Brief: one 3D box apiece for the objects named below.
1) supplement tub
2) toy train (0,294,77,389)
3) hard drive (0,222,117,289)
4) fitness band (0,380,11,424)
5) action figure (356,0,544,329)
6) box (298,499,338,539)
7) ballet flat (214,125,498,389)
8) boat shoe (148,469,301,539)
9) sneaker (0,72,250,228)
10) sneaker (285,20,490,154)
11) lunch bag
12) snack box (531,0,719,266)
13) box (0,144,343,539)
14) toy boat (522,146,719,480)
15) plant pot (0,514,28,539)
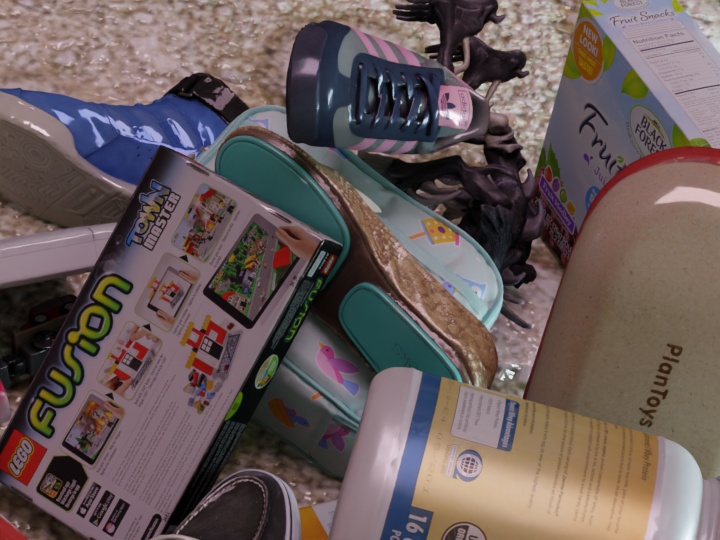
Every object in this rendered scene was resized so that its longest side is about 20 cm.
[{"bbox_3d":[0.085,0.139,1.341,0.199,0.145,0.145,15,42,1],"label":"supplement tub"},{"bbox_3d":[-0.169,0.037,1.539,0.200,0.034,0.046,-23,39,-30],"label":"toy train"},{"bbox_3d":[-0.242,0.004,1.504,0.199,0.027,0.132,-11,3,-22],"label":"hard drive"},{"bbox_3d":[-0.261,0.065,1.419,0.143,0.038,0.200,-17,21,-12],"label":"fitness band"},{"bbox_3d":[0.057,-0.058,1.621,0.102,0.119,0.201,-11,63,15],"label":"action figure"},{"bbox_3d":[0.067,0.161,1.449,0.199,0.042,0.119,-10,46,-25],"label":"box"},{"bbox_3d":[0.000,0.000,1.466,0.200,0.071,0.065,51,31,9],"label":"ballet flat"},{"bbox_3d":[-0.087,0.166,1.361,0.072,0.071,0.200,6,45,25],"label":"boat shoe"},{"bbox_3d":[-0.137,-0.078,1.633,0.199,0.077,0.111,22,49,6],"label":"sneaker"},{"bbox_3d":[0.016,-0.097,1.481,0.082,0.070,0.200,8,5,15],"label":"sneaker"},{"bbox_3d":[-0.028,0.004,1.527,0.200,0.077,0.160,38,57,3],"label":"lunch bag"},{"bbox_3d":[0.182,-0.039,1.592,0.067,0.169,0.200,-12,47,-25],"label":"snack box"},{"bbox_3d":[-0.105,0.047,1.437,0.110,0.200,0.035,30,3,20],"label":"box"},{"bbox_3d":[0.166,0.023,1.459,0.130,0.200,0.131,16,28,-1],"label":"toy boat"},{"bbox_3d":[-0.230,0.198,1.218,0.200,0.201,0.183,25,47,15],"label":"plant pot"}]
